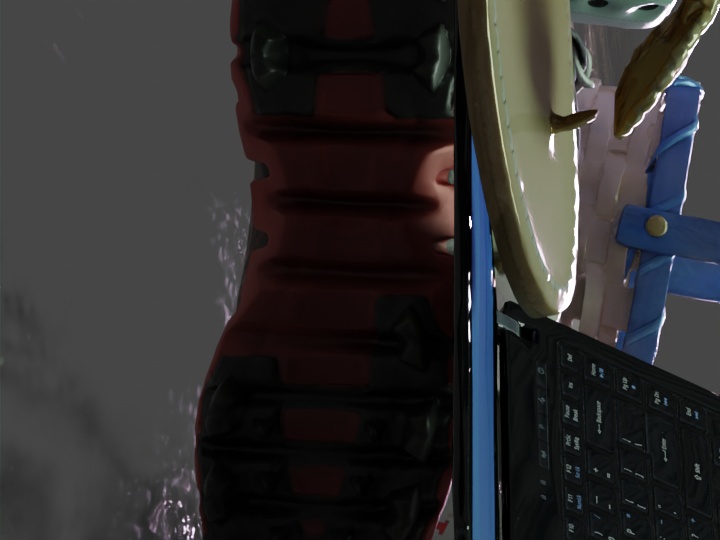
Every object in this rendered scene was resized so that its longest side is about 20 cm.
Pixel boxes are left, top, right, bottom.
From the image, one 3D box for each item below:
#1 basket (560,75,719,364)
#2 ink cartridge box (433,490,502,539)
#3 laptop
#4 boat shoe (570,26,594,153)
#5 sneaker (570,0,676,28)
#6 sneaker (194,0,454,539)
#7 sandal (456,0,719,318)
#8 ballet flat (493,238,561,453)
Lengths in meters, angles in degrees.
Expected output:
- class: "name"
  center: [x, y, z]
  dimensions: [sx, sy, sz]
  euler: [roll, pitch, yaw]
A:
- class: "basket"
  center: [0.128, -0.006, 1.222]
  dimensions: [0.176, 0.199, 0.140]
  euler: [47, 50, -80]
- class: "ink cartridge box"
  center: [0.073, 0.180, 0.887]
  dimensions: [0.145, 0.199, 0.148]
  euler: [84, 29, -49]
- class: "laptop"
  center: [0.079, 0.054, 0.678]
  dimensions: [0.103, 0.199, 0.178]
  euler: [-49, -153, 39]
- class: "boat shoe"
  center: [0.046, -0.062, 1.004]
  dimensions: [0.200, 0.062, 0.073]
  euler: [-75, -169, -71]
- class: "sneaker"
  center: [0.048, -0.116, 0.865]
  dimensions: [0.200, 0.117, 0.074]
  euler: [11, 87, -81]
- class: "sneaker"
  center: [0.000, 0.000, 0.776]
  dimensions: [0.098, 0.070, 0.202]
  euler: [-15, 109, -79]
- class: "sandal"
  center: [0.057, -0.098, 0.594]
  dimensions: [0.078, 0.069, 0.213]
  euler: [-12, 97, -74]
- class: "ballet flat"
  center: [0.047, -0.018, 1.114]
  dimensions: [0.068, 0.068, 0.201]
  euler: [166, -76, -71]
